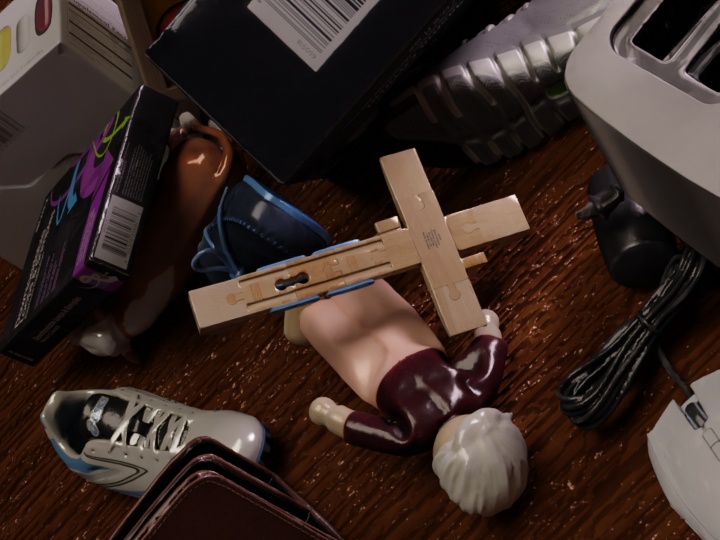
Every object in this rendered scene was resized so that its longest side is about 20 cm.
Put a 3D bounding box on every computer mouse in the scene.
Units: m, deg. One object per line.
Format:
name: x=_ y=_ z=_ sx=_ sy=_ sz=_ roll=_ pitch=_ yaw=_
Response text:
computer mouse: x=0.168 y=0.077 z=0.632 sx=0.110 sy=0.044 sz=0.200 roll=-44 pitch=40 yaw=10

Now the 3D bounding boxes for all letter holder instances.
letter holder: x=-0.122 y=0.195 z=0.758 sx=0.201 sy=0.142 sz=0.100 roll=-55 pitch=39 yaw=-2

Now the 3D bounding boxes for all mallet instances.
mallet: x=0.209 y=-0.050 z=0.694 sx=0.199 sy=0.041 sz=0.066 roll=-21 pitch=49 yaw=28

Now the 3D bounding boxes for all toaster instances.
toaster: x=0.207 y=-0.078 z=0.614 sx=0.200 sy=0.119 sz=0.181 roll=-50 pitch=53 yaw=0

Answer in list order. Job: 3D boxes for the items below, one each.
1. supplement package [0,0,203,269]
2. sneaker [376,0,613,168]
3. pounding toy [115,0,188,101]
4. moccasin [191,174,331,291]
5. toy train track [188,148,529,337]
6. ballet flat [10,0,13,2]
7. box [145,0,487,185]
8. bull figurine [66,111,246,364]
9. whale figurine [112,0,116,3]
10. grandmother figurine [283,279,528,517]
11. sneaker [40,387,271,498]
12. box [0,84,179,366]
supplement package: x=-0.253 y=-0.118 z=1.108 sx=0.199 sy=0.155 sz=0.112 roll=-35 pitch=42 yaw=22
sneaker: x=0.104 y=-0.141 z=0.845 sx=0.198 sy=0.075 sz=0.116 roll=-18 pitch=45 yaw=23
pounding toy: x=-0.117 y=-0.228 z=0.967 sx=0.182 sy=0.201 sz=0.143 roll=-19 pitch=42 yaw=-8
moccasin: x=-0.066 y=-0.009 z=0.874 sx=0.068 sy=0.080 sz=0.200 roll=-53 pitch=2 yaw=-8
toy train track: x=0.000 y=0.000 z=0.779 sx=0.198 sy=0.033 sz=0.116 roll=-16 pitch=70 yaw=-13
ballet flat: x=-0.288 y=-0.320 z=1.378 sx=0.199 sy=0.067 sz=0.064 roll=-20 pitch=77 yaw=36
box: x=-0.010 y=-0.165 z=0.856 sx=0.197 sy=0.117 sz=0.200 roll=-47 pitch=-1 yaw=8
bull figurine: x=-0.148 y=-0.028 z=0.995 sx=0.200 sy=0.065 sz=0.122 roll=-50 pitch=35 yaw=21
whale figurine: x=-0.225 y=-0.270 z=1.258 sx=0.158 sy=0.103 sz=0.202 roll=16 pitch=99 yaw=50
grandmother figurine: x=0.032 y=0.063 z=0.770 sx=0.121 sy=0.061 sz=0.200 roll=-37 pitch=42 yaw=-3
sneaker: x=-0.139 y=0.112 z=0.893 sx=0.199 sy=0.072 sz=0.072 roll=-1 pitch=60 yaw=43
box: x=-0.199 y=-0.028 z=0.983 sx=0.200 sy=0.036 sz=0.144 roll=-37 pitch=37 yaw=52
